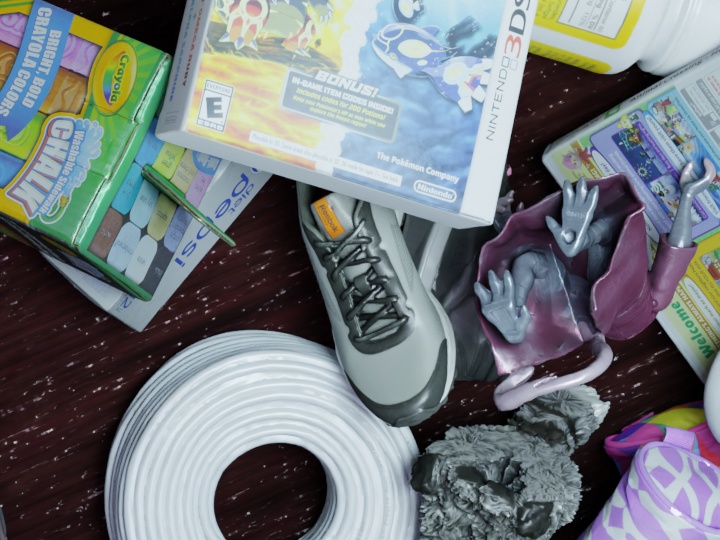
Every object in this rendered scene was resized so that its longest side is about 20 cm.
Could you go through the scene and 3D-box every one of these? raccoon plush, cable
[{"bbox_3d":[0.097,0.167,1.658,0.199,0.097,0.135,-19,130,-46],"label":"raccoon plush"},{"bbox_3d":[-0.059,0.140,1.655,0.200,0.069,0.200,39,89,-14],"label":"cable"}]

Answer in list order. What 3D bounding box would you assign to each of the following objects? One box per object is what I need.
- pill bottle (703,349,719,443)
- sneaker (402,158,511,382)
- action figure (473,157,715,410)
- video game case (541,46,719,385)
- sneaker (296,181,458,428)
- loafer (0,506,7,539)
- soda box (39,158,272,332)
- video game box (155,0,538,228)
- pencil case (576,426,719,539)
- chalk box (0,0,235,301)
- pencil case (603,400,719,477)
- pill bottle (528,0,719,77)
[{"bbox_3d":[0.304,0.113,1.644,0.112,0.112,0.200,-47,126,-2],"label":"pill bottle"},{"bbox_3d":[0.083,-0.021,1.667,0.099,0.071,0.201,14,98,-19],"label":"sneaker"},{"bbox_3d":[0.149,0.009,1.581,0.133,0.200,0.150,-15,75,19],"label":"action figure"},{"bbox_3d":[0.238,-0.035,1.641,0.182,0.022,0.200,-29,106,31],"label":"video game case"},{"bbox_3d":[0.000,0.000,1.602,0.074,0.079,0.201,-23,69,17],"label":"sneaker"},{"bbox_3d":[-0.245,0.166,1.623,0.071,0.063,0.201,-7,99,-11],"label":"loafer"},{"bbox_3d":[-0.100,-0.063,1.609,0.063,0.068,0.200,39,89,18],"label":"soda box"},{"bbox_3d":[0.001,-0.136,1.487,0.199,0.047,0.183,15,79,-26],"label":"video game box"},{"bbox_3d":[0.154,0.189,1.655,0.084,0.086,0.200,17,123,-32],"label":"pencil case"},{"bbox_3d":[-0.157,-0.070,1.524,0.199,0.125,0.124,23,83,20],"label":"chalk box"},{"bbox_3d":[0.217,0.185,1.715,0.088,0.088,0.201,-16,100,-9],"label":"pencil case"},{"bbox_3d":[0.123,-0.185,1.625,0.199,0.114,0.115,15,95,-14],"label":"pill bottle"}]
